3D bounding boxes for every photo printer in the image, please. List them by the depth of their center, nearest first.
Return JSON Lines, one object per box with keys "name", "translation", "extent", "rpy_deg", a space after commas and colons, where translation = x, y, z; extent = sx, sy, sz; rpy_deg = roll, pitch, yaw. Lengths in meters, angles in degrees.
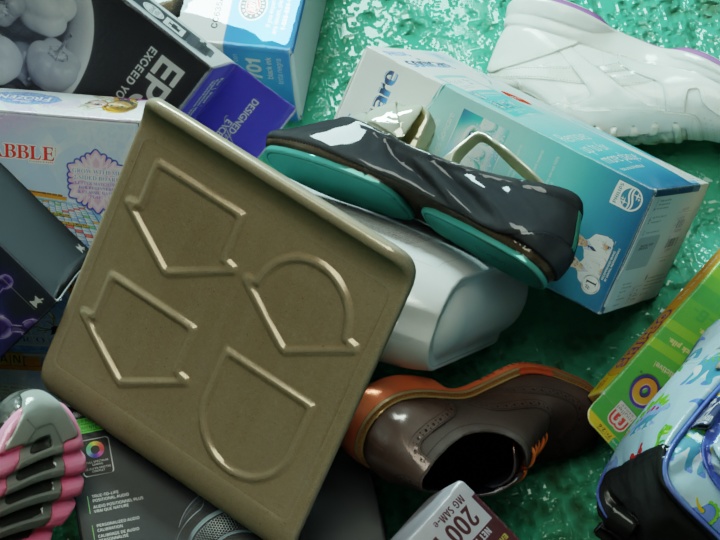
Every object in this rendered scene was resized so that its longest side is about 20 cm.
{"name": "photo printer", "translation": [0.000, 0.000, 1.445], "extent": [0.166, 0.200, 0.070], "rpy_deg": [21, 101, 14]}

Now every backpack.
{"name": "backpack", "translation": [0.260, 0.106, 1.376], "extent": [0.183, 0.147, 0.200], "rpy_deg": [43, 57, -7]}

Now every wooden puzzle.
{"name": "wooden puzzle", "translation": [-0.071, 0.028, 1.349], "extent": [0.185, 0.201, 0.046], "rpy_deg": [32, 26, 21]}

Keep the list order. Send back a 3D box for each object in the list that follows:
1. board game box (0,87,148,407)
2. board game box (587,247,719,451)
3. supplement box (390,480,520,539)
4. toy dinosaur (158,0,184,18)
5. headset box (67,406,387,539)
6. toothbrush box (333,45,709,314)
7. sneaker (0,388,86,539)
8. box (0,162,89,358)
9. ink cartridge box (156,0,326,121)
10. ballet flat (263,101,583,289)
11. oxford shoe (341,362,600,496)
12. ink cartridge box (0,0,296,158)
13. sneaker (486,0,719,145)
{"name": "board game box", "translation": [-0.220, -0.011, 1.468], "extent": [0.199, 0.200, 0.041], "rpy_deg": [6, 23, 8]}
{"name": "board game box", "translation": [0.222, 0.052, 1.470], "extent": [0.096, 0.030, 0.200], "rpy_deg": [47, 67, -8]}
{"name": "supplement box", "translation": [0.081, 0.224, 1.311], "extent": [0.200, 0.061, 0.109], "rpy_deg": [45, 65, -2]}
{"name": "toy dinosaur", "translation": [-0.162, -0.103, 1.540], "extent": [0.200, 0.136, 0.086], "rpy_deg": [-34, 17, 20]}
{"name": "headset box", "translation": [-0.072, 0.156, 1.415], "extent": [0.173, 0.093, 0.201], "rpy_deg": [-11, 59, -3]}
{"name": "toothbrush box", "translation": [0.094, -0.058, 1.485], "extent": [0.199, 0.146, 0.086], "rpy_deg": [27, 102, 18]}
{"name": "sneaker", "translation": [-0.221, 0.142, 1.393], "extent": [0.079, 0.201, 0.095], "rpy_deg": [-2, 35, -41]}
{"name": "box", "translation": [-0.277, -0.023, 1.411], "extent": [0.200, 0.079, 0.141], "rpy_deg": [44, 111, -8]}
{"name": "ink cartridge box", "translation": [-0.126, -0.189, 1.625], "extent": [0.199, 0.086, 0.147], "rpy_deg": [7, 61, 6]}
{"name": "ballet flat", "translation": [0.041, -0.054, 1.398], "extent": [0.199, 0.073, 0.073], "rpy_deg": [24, 64, 24]}
{"name": "oxford shoe", "translation": [0.079, 0.102, 1.405], "extent": [0.199, 0.071, 0.073], "rpy_deg": [-4, 33, -42]}
{"name": "ink cartridge box", "translation": [-0.174, -0.083, 1.477], "extent": [0.200, 0.198, 0.043], "rpy_deg": [37, 24, -7]}
{"name": "sneaker", "translation": [0.173, -0.103, 1.574], "extent": [0.199, 0.075, 0.100], "rpy_deg": [22, 81, 17]}
